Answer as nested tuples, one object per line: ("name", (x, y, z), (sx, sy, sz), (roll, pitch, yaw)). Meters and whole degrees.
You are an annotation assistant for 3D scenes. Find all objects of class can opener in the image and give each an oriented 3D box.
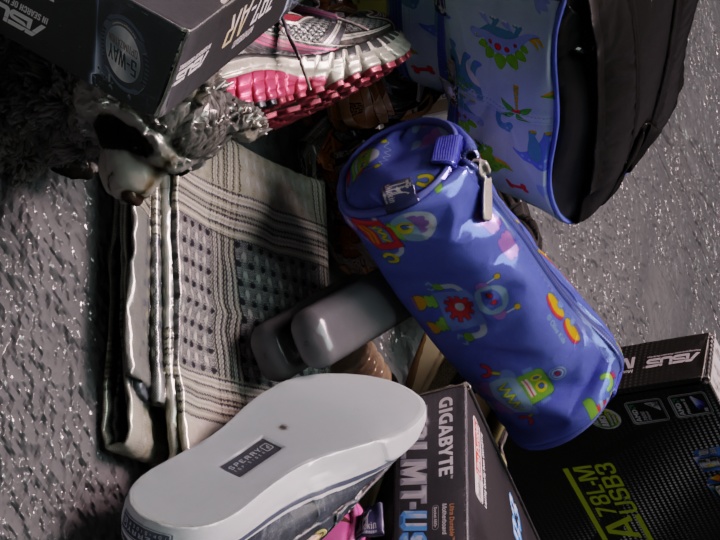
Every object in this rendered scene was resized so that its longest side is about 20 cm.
("can opener", (0.000, 0.000, 1.105), (0.200, 0.053, 0.067), (-29, 99, -60))

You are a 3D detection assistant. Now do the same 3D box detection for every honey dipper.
("honey dipper", (0.029, 0.109, 1.212), (0.200, 0.038, 0.038), (57, 33, -41))

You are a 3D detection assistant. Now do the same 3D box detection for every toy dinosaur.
("toy dinosaur", (0.011, -0.098, 1.196), (0.135, 0.102, 0.201), (-24, 131, -43))

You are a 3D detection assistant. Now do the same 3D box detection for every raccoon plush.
("raccoon plush", (-0.116, -0.124, 0.904), (0.097, 0.133, 0.202), (2, 78, -61))

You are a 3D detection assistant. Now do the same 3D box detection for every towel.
("towel", (-0.066, 0.018, 1.051), (0.200, 0.034, 0.194), (25, 62, -58))

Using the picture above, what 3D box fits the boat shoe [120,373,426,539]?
("boat shoe", (-0.045, 0.120, 0.986), (0.200, 0.071, 0.092), (-24, 131, -47))

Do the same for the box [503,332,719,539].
("box", (0.168, 0.133, 1.300), (0.201, 0.192, 0.048), (59, 31, -35))

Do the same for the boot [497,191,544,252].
("boot", (0.107, 0.029, 1.325), (0.200, 0.069, 0.132), (-70, 141, -65))

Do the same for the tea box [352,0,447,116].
("tea box", (0.083, -0.224, 1.338), (0.200, 0.133, 0.198), (-39, 114, -60))

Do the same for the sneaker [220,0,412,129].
("sneaker", (-0.044, -0.116, 1.024), (0.200, 0.080, 0.075), (-18, 85, -55))

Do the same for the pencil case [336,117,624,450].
("pencil case", (0.068, 0.006, 1.074), (0.200, 0.086, 0.078), (52, 42, -29))

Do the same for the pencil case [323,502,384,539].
("pencil case", (0.006, 0.208, 1.071), (0.201, 0.090, 0.094), (65, 29, -31))

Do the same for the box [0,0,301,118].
("box", (-0.129, -0.155, 0.849), (0.044, 0.199, 0.160), (-65, 173, 32))

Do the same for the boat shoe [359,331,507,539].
("boat shoe", (0.052, 0.104, 1.161), (0.073, 0.064, 0.202), (21, 85, -54))

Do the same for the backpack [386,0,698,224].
("backpack", (0.107, -0.145, 1.126), (0.183, 0.146, 0.201), (-42, 143, -37))

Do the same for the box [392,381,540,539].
("box", (0.069, 0.198, 1.061), (0.201, 0.049, 0.199), (-88, 159, -49))
